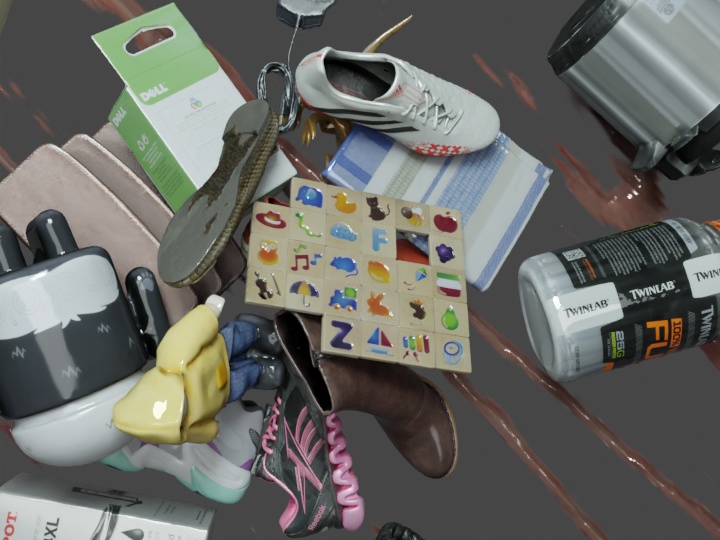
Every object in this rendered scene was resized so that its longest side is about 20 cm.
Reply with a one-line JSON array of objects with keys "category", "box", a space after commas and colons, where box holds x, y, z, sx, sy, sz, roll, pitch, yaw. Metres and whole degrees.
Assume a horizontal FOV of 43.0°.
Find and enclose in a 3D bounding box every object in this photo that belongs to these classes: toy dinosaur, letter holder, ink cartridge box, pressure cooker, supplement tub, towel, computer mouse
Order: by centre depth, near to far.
[{"category": "pressure cooker", "box": [0.292, -0.191, 0.831, 0.199, 0.179, 0.176, 39, 129, -4]}, {"category": "letter holder", "box": [-0.215, -0.037, 0.849, 0.142, 0.101, 0.200, -44, 91, -4]}, {"category": "ink cartridge box", "box": [-0.161, -0.137, 0.849, 0.104, 0.059, 0.201, -37, 93, -38]}, {"category": "ink cartridge box", "box": [-0.247, 0.284, 0.851, 0.198, 0.084, 0.148, 10, 89, -3]}, {"category": "supplement tub", "box": [0.258, 0.023, 0.859, 0.198, 0.123, 0.124, -15, 90, -2]}, {"category": "towel", "box": [0.078, -0.090, 0.875, 0.199, 0.024, 0.148, 34, 76, -11]}, {"category": "computer mouse", "box": [-0.061, -0.225, 0.881, 0.058, 0.034, 0.202, 14, 81, -1]}, {"category": "toy dinosaur", "box": [-0.012, -0.150, 0.891, 0.105, 0.060, 0.203, 2, 92, -29]}]

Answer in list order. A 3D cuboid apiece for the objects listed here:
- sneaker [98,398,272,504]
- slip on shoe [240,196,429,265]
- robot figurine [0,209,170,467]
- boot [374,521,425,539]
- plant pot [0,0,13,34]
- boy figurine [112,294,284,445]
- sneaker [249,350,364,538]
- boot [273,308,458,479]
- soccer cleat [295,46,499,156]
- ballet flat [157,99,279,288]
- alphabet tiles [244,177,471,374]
[{"category": "sneaker", "box": [-0.176, 0.121, 0.853, 0.199, 0.078, 0.141, 26, 82, -27]}, {"category": "slip on shoe", "box": [-0.011, -0.025, 0.855, 0.198, 0.074, 0.062, 11, 122, -15]}, {"category": "robot figurine", "box": [-0.243, 0.057, 0.738, 0.149, 0.125, 0.202, -19, 95, 10]}, {"category": "boot", "box": [-0.023, 0.288, 0.837, 0.210, 0.080, 0.158, 32, 117, -11]}, {"category": "plant pot", "box": [-0.435, -0.279, 0.803, 0.198, 0.177, 0.202, 20, 88, -2]}, {"category": "boy figurine", "box": [-0.127, 0.084, 0.745, 0.064, 0.200, 0.126, 9, 101, 17]}, {"category": "sneaker", "box": [-0.062, 0.158, 0.857, 0.094, 0.079, 0.202, -15, 92, -9]}, {"category": "boot", "box": [0.005, 0.114, 0.820, 0.072, 0.166, 0.201, -32, 81, 25]}, {"category": "soccer cleat", "box": [0.040, -0.151, 0.813, 0.198, 0.085, 0.069, 15, 81, -14]}, {"category": "ballet flat", "box": [-0.113, -0.063, 0.780, 0.067, 0.047, 0.201, -1, 52, 27]}, {"category": "alphabet tiles", "box": [0.000, 0.000, 0.792, 0.198, 0.008, 0.169, 10, 57, -15]}]
